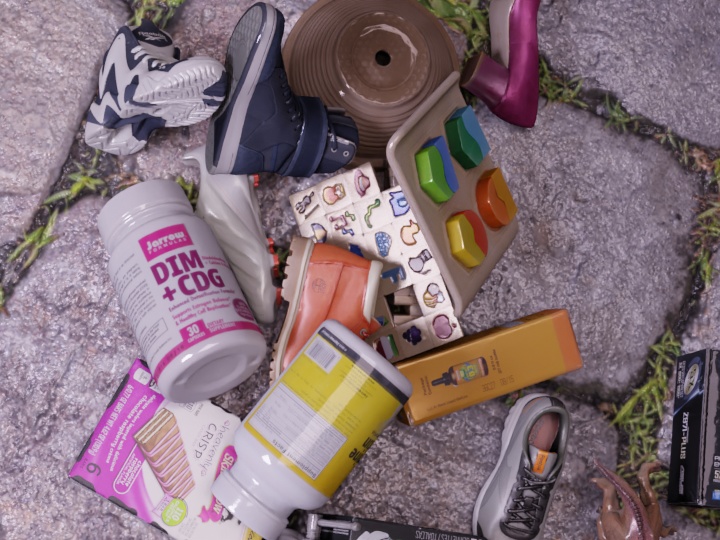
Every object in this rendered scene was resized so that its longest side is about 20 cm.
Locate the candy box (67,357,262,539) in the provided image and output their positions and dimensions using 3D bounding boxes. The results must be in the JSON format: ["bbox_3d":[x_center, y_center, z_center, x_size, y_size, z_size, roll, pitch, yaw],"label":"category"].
[{"bbox_3d":[-0.173,0.197,1.438,0.199,0.061,0.137,30,77,-5],"label":"candy box"}]

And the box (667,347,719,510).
[{"bbox_3d":[0.440,0.180,1.537,0.198,0.086,0.166,9,79,-8],"label":"box"}]

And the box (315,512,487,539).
[{"bbox_3d":[0.026,0.349,1.410,0.147,0.124,0.202,12,80,-18],"label":"box"}]

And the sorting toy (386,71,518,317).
[{"bbox_3d":[0.103,-0.081,1.458,0.185,0.036,0.201,-50,123,-53],"label":"sorting toy"}]

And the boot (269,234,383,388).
[{"bbox_3d":[-0.036,0.074,1.452,0.106,0.075,0.202,11,99,-2],"label":"boot"}]

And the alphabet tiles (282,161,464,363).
[{"bbox_3d":[0.000,0.000,1.482,0.166,0.008,0.202,-21,84,22],"label":"alphabet tiles"}]

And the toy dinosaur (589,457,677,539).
[{"bbox_3d":[0.277,0.281,1.462,0.085,0.201,0.136,-4,40,13],"label":"toy dinosaur"}]

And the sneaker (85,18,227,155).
[{"bbox_3d":[-0.203,-0.207,1.444,0.079,0.199,0.131,15,65,-33],"label":"sneaker"}]

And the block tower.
[{"bbox_3d":[0.054,-0.025,1.501,0.057,0.054,0.202,1,91,-11],"label":"block tower"}]

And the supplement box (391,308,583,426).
[{"bbox_3d":[0.126,0.099,1.501,0.198,0.069,0.067,-17,94,-14],"label":"supplement box"}]

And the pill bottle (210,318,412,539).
[{"bbox_3d":[-0.050,0.154,1.374,0.112,0.112,0.200,39,87,-2],"label":"pill bottle"}]

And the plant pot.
[{"bbox_3d":[0.015,-0.212,1.520,0.199,0.093,0.203,2,80,-10],"label":"plant pot"}]

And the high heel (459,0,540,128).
[{"bbox_3d":[0.184,-0.258,1.582,0.096,0.067,0.201,31,79,-21],"label":"high heel"}]

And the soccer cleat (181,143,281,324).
[{"bbox_3d":[-0.131,-0.037,1.483,0.077,0.069,0.202,-13,77,-7],"label":"soccer cleat"}]

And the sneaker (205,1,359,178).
[{"bbox_3d":[-0.063,-0.172,1.413,0.145,0.203,0.077,5,48,-17],"label":"sneaker"}]

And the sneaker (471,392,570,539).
[{"bbox_3d":[0.168,0.222,1.487,0.073,0.079,0.202,17,80,-9],"label":"sneaker"}]

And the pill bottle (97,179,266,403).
[{"bbox_3d":[-0.180,0.018,1.416,0.113,0.114,0.201,-23,66,-13],"label":"pill bottle"}]

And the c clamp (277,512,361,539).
[{"bbox_3d":[-0.068,0.328,1.387,0.027,0.170,0.202,13,85,-30],"label":"c clamp"}]
